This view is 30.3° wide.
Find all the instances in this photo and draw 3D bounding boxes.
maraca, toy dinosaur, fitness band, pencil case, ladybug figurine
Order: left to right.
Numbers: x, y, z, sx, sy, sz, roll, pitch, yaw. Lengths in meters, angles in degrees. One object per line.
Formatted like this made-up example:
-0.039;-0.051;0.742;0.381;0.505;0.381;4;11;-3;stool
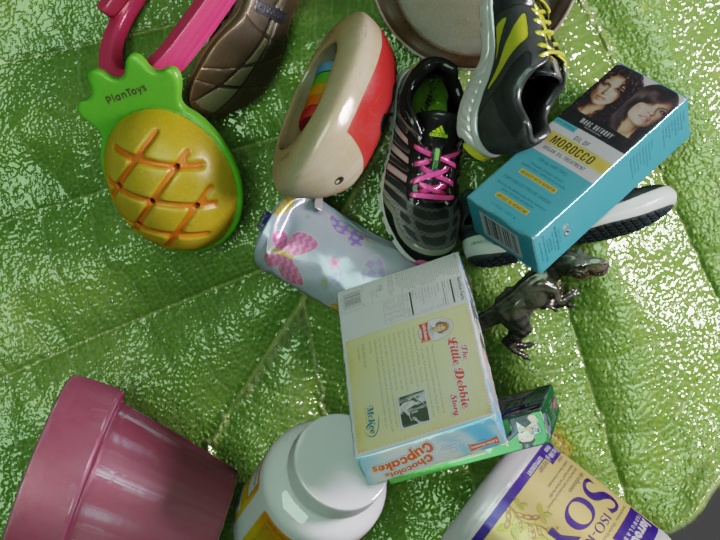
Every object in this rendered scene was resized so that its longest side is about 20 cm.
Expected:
-0.187;-0.106;1.250;0.136;0.107;0.201;-17;113;21;maraca
-0.182;-0.260;1.274;0.200;0.037;0.144;-53;49;7;fitness band
-0.018;-0.148;1.222;0.072;0.136;0.201;28;64;-19;ladybug figurine
0.000;0.000;1.235;0.199;0.083;0.091;30;86;11;pencil case
0.145;0.038;1.197;0.200;0.088;0.048;-36;57;23;toy dinosaur

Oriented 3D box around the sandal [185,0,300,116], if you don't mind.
-0.109;-0.239;1.276;0.054;0.080;0.201;25;89;45;sandal

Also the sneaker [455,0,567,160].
0.149;-0.191;1.163;0.084;0.074;0.202;7;83;46;sneaker

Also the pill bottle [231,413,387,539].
-0.041;0.197;1.164;0.110;0.200;0.112;7;63;-14;pill bottle

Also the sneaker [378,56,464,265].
0.062;-0.105;1.198;0.073;0.087;0.201;5;72;-13;sneaker

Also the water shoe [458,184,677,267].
0.183;-0.063;1.205;0.199;0.072;0.080;-14;77;8;water shoe

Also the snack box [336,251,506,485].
0.046;0.076;1.096;0.115;0.201;0.037;-18;129;9;snack box

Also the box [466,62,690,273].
0.192;-0.092;1.162;0.200;0.049;0.082;-42;52;-17;box

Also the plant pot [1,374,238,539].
-0.215;0.216;1.226;0.178;0.200;0.201;19;92;-4;plant pot

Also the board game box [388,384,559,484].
0.100;0.138;1.147;0.134;0.200;0.029;-18;88;11;board game box

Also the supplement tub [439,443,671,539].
0.180;0.253;1.154;0.200;0.145;0.146;37;95;11;supplement tub

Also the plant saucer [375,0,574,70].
0.109;-0.284;1.249;0.199;0.034;0.202;-1;87;12;plant saucer
